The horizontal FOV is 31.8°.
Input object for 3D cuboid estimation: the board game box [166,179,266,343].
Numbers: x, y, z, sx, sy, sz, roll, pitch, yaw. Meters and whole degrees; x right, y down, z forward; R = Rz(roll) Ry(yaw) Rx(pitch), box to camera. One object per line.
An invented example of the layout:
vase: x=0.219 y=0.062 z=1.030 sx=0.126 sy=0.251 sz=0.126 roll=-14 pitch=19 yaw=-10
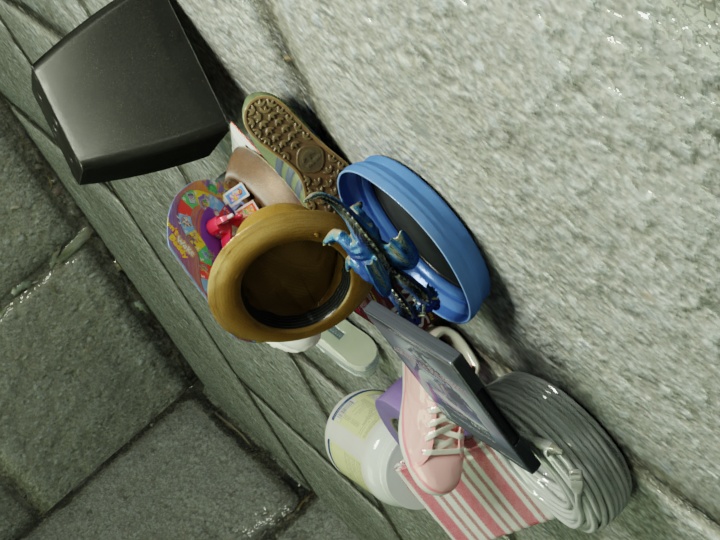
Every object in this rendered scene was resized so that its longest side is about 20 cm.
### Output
board game box: x=-0.130 y=-0.018 z=1.420 sx=0.039 sy=0.158 sz=0.201 roll=-29 pitch=101 yaw=33

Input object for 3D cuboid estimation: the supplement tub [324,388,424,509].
supplement tub: x=0.046 y=0.267 z=1.890 sx=0.145 sy=0.145 sz=0.200 roll=55 pitch=165 yaw=-23

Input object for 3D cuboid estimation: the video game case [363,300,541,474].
video game case: x=0.094 y=0.119 z=1.280 sx=0.143 sy=0.019 sz=0.200 roll=30 pitch=163 yaw=48

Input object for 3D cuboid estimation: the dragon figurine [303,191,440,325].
dragon figurine: x=0.019 y=-0.015 z=1.251 sx=0.099 sy=0.059 sz=0.200 roll=36 pitch=165 yaw=36

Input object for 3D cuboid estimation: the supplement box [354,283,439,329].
supplement box: x=0.000 y=0.000 z=1.506 sx=0.200 sy=0.061 sz=0.109 roll=33 pitch=156 yaw=51

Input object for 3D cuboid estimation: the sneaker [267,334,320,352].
sneaker: x=-0.119 y=0.012 z=1.515 sx=0.200 sy=0.076 sz=0.081 roll=48 pitch=154 yaw=12

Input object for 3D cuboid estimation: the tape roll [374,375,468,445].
tape roll: x=0.116 y=0.220 z=1.681 sx=0.200 sy=0.085 sz=0.200 roll=45 pitch=165 yaw=16

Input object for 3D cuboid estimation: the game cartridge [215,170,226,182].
game cartridge: x=-0.123 y=-0.063 z=1.784 sx=0.200 sy=0.038 sz=0.130 roll=52 pitch=170 yaw=-10

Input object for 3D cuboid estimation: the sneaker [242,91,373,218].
sneaker: x=-0.059 y=-0.120 z=1.395 sx=0.200 sy=0.067 sz=0.090 roll=50 pitch=-178 yaw=-21

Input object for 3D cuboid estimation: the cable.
cable: x=0.206 y=0.194 z=1.373 sx=0.200 sy=0.069 sz=0.200 roll=37 pitch=162 yaw=43

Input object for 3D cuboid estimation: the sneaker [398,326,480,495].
sneaker: x=0.094 y=0.160 z=1.474 sx=0.105 sy=0.075 sz=0.202 roll=150 pitch=118 yaw=-67

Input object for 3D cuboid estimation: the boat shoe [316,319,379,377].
boat shoe: x=-0.051 y=0.090 z=1.881 sx=0.201 sy=0.070 sz=0.072 roll=40 pitch=160 yaw=24

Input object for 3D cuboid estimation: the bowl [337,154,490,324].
bowl: x=0.056 y=-0.034 z=1.294 sx=0.201 sy=0.039 sz=0.201 roll=45 pitch=165 yaw=15

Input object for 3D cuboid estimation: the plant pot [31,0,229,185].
plant pot: x=-0.293 y=-0.210 z=1.539 sx=0.201 sy=0.177 sz=0.199 roll=65 pitch=164 yaw=-2

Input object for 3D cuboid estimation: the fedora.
fedora: x=-0.078 y=-0.009 z=1.349 sx=0.201 sy=0.199 sz=0.082 roll=66 pitch=-179 yaw=-49

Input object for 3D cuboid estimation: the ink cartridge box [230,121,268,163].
ink cartridge box: x=-0.105 y=-0.116 z=1.554 sx=0.109 sy=0.050 sz=0.200 roll=47 pitch=165 yaw=13

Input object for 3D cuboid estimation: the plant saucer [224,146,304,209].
plant saucer: x=-0.103 y=-0.056 z=1.509 sx=0.200 sy=0.034 sz=0.201 roll=48 pitch=162 yaw=21

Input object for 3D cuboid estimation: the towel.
towel: x=0.156 y=0.262 z=1.557 sx=0.199 sy=0.030 sz=0.147 roll=-28 pitch=106 yaw=36
